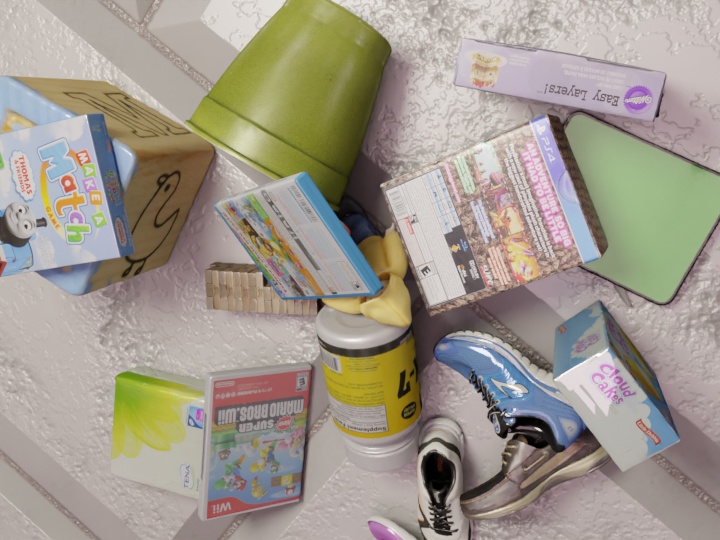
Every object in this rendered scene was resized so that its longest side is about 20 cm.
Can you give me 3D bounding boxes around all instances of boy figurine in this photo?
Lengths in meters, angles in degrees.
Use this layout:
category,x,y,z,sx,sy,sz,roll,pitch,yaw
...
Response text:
category,x,y,z,sx,sy,sz,roll,pitch,yaw
boy figurine,0.000,0.000,0.883,0.124,0.200,0.064,-36,129,7

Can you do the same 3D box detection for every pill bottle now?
category,x,y,z,sx,sy,sz,roll,pitch,yaw
pill bottle,0.015,0.135,0.930,0.114,0.114,0.201,0,119,15

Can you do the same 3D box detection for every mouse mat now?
category,x,y,z,sx,sy,sz,roll,pitch,yaw
mouse mat,0.294,-0.069,0.872,0.200,0.008,0.161,27,107,10

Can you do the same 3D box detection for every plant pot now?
category,x,y,z,sx,sy,sz,roll,pitch,yaw
plant pot,-0.066,-0.200,0.872,0.200,0.200,0.193,30,96,7

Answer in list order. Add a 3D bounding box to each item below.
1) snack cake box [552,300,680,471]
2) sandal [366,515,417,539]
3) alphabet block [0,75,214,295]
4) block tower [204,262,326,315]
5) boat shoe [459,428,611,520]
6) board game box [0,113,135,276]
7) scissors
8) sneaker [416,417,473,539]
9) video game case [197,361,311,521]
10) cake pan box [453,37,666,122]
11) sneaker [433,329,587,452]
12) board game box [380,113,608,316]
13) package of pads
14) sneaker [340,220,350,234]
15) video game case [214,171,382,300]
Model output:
category,x,y,z,sx,sy,sz,roll,pitch,yaw
snack cake box,0.268,0.115,0.829,0.067,0.200,0.115,-36,91,18
sandal,0.077,0.404,1.004,0.203,0.050,0.082,48,145,1
alphabet block,-0.332,-0.111,0.946,0.196,0.200,0.196,32,108,7
block tower,-0.105,0.023,0.988,0.199,0.058,0.054,2,102,16
boat shoe,0.203,0.231,0.932,0.200,0.074,0.073,-28,88,0
board game box,-0.353,-0.076,0.834,0.199,0.037,0.152,-9,99,16
scissors,0.270,-0.052,0.891,0.073,0.014,0.200,-42,87,17
sneaker,0.099,0.293,0.977,0.073,0.080,0.201,-5,102,14
video game case,-0.137,0.222,1.009,0.017,0.143,0.201,26,114,55
cake pan box,0.207,-0.197,0.790,0.199,0.184,0.052,13,109,11
sneaker,0.167,0.141,0.900,0.200,0.079,0.089,29,69,23
board game box,0.150,-0.061,0.863,0.200,0.097,0.160,-20,91,23
package of pads,-0.243,0.229,1.062,0.199,0.068,0.155,11,103,13
sneaker,-0.092,-0.077,0.909,0.074,0.200,0.087,-51,130,-11
video game case,-0.073,-0.030,0.835,0.200,0.018,0.143,-6,124,56
